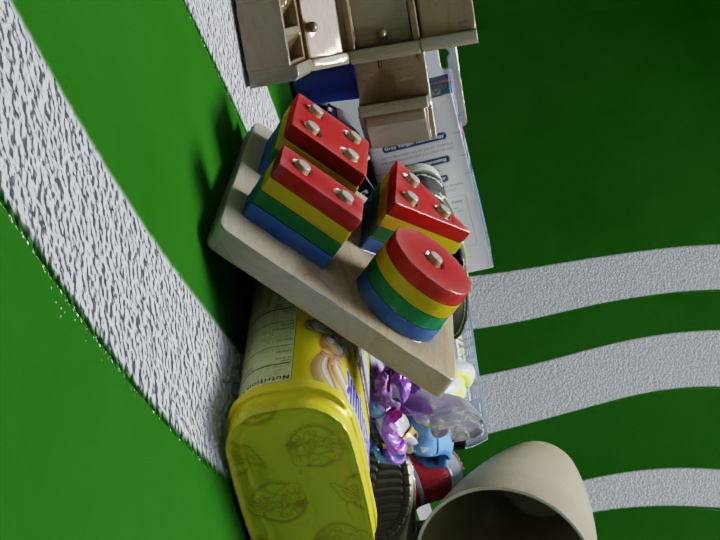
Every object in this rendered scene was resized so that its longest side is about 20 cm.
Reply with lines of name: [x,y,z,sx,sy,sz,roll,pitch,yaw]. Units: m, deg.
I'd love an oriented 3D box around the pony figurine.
pony figurine: [0.012,0.111,1.086,0.193,0.165,0.202,-102,167,-76]

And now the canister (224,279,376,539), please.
canister: [-0.037,0.094,0.855,0.201,0.085,0.150,-90,169,-58]

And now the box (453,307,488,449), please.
box: [0.070,0.112,1.448,0.051,0.156,0.203,-13,97,-46]

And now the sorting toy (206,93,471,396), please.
sorting toy: [0.001,-0.033,0.879,0.198,0.070,0.201,34,23,-13]

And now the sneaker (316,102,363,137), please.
sneaker: [-0.036,-0.140,1.290,0.082,0.077,0.200,55,7,-1]

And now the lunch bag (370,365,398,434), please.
lunch bag: [0.010,0.105,1.318,0.200,0.093,0.153,-28,110,-69]

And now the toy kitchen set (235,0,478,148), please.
toy kitchen set: [0.010,-0.185,1.075,0.181,0.197,0.166,-69,150,-76]

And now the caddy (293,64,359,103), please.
caddy: [-0.021,-0.261,1.286,0.201,0.103,0.143,-83,165,-65]

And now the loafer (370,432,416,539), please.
loafer: [0.020,0.267,1.215,0.068,0.074,0.204,35,57,-82]

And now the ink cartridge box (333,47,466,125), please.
ink cartridge box: [0.037,-0.273,1.505,0.084,0.173,0.203,-82,163,-66]

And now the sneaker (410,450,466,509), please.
sneaker: [0.028,0.240,1.358,0.199,0.111,0.072,-16,-88,66]

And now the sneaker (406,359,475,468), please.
sneaker: [0.075,0.149,1.270,0.200,0.075,0.107,-8,107,-77]

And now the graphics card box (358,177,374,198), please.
graphics card box: [0.000,-0.049,1.117,0.126,0.050,0.200,57,3,-29]

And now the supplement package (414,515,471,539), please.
supplement package: [0.083,0.366,1.395,0.200,0.119,0.122,65,18,-69]

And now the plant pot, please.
plant pot: [0.174,0.267,1.259,0.200,0.184,0.190,-44,127,-63]

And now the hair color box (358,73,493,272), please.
hair color box: [0.070,-0.092,1.238,0.061,0.098,0.202,-87,163,-61]

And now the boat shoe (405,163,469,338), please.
boat shoe: [0.074,-0.006,1.211,0.061,0.071,0.203,-105,179,-60]

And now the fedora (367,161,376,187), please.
fedora: [0.046,-0.076,1.416,0.200,0.090,0.204,-166,-90,-80]
